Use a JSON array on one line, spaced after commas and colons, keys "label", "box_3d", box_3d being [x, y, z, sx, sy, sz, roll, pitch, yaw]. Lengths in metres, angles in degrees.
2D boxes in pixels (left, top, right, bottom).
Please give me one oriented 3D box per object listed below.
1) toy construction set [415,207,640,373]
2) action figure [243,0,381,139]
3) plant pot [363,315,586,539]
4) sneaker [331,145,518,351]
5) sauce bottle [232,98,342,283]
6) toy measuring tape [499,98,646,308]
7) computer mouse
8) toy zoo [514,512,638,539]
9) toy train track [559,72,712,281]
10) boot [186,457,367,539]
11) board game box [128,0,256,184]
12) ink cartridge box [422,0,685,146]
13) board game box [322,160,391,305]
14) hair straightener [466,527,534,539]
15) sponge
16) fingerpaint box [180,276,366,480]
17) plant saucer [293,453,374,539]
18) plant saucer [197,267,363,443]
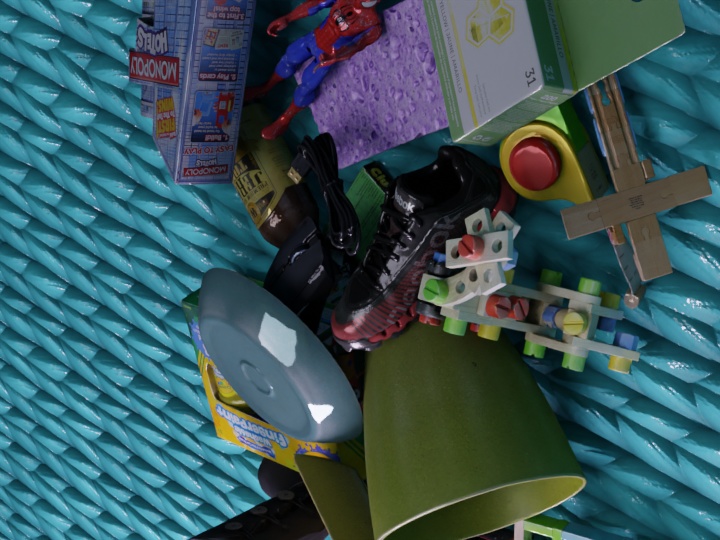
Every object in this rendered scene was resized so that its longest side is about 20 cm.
[{"label": "toy construction set", "box_3d": [0.122, 0.024, 1.120, 0.130, 0.199, 0.093, 17, 79, 47]}, {"label": "action figure", "box_3d": [-0.052, -0.178, 1.206, 0.200, 0.099, 0.066, -40, 82, 44]}, {"label": "plant pot", "box_3d": [0.074, 0.114, 1.222, 0.187, 0.185, 0.202, -40, 60, 47]}, {"label": "sneaker", "box_3d": [0.038, -0.023, 1.168, 0.098, 0.201, 0.071, 41, -177, -45]}, {"label": "sauce bottle", "box_3d": [-0.079, -0.072, 1.332, 0.065, 0.064, 0.202, -43, 72, 46]}, {"label": "toy measuring tape", "box_3d": [0.160, -0.058, 1.126, 0.073, 0.073, 0.202, -13, 108, 46]}, {"label": "computer mouse", "box_3d": [-0.059, -0.025, 1.244, 0.201, 0.045, 0.142, 117, 145, -49]}, {"label": "toy zoo", "box_3d": [0.227, 0.296, 1.254, 0.198, 0.020, 0.133, 12, 113, 29]}, {"label": "toy train track", "box_3d": [0.196, -0.092, 1.085, 0.113, 0.033, 0.203, -16, 89, 2]}, {"label": "boot", "box_3d": [-0.102, 0.251, 1.436, 0.163, 0.199, 0.067, 1, 112, 43]}, {"label": "board game box", "box_3d": [-0.161, -0.185, 1.293, 0.199, 0.061, 0.203, 18, 107, 58]}, {"label": "ink cartridge box", "box_3d": [0.134, -0.197, 1.049, 0.199, 0.047, 0.148, -29, 66, 47]}, {"label": "board game box", "box_3d": [0.000, 0.000, 1.339, 0.105, 0.023, 0.201, 51, 137, 15]}, {"label": "hair straightener", "box_3d": [0.116, 0.269, 1.363, 0.198, 0.041, 0.078, 6, 115, 37]}, {"label": "sponge", "box_3d": [0.026, -0.164, 1.225, 0.199, 0.030, 0.113, -17, 97, 47]}, {"label": "fingerpaint box", "box_3d": [-0.075, 0.107, 1.407, 0.199, 0.073, 0.169, 17, 129, 42]}, {"label": "plant saucer", "box_3d": [0.022, 0.277, 1.309, 0.201, 0.048, 0.201, 59, 177, 41]}, {"label": "plant saucer", "box_3d": [-0.082, 0.086, 1.266, 0.199, 0.036, 0.201, 38, 155, 20]}]
